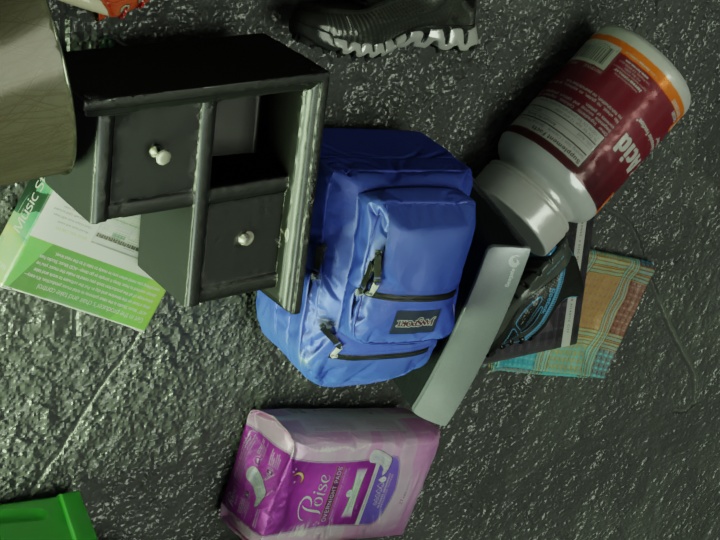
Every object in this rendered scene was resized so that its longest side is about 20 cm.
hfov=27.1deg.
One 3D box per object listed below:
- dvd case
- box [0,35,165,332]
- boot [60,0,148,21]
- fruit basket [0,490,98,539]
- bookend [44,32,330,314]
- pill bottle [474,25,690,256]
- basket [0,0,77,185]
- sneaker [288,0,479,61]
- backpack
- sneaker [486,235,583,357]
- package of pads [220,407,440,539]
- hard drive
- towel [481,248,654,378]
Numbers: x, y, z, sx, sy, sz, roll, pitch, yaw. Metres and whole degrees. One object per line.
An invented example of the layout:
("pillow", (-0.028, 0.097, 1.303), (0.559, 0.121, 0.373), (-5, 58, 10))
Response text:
("dvd case", (0.136, 0.023, 1.458), (0.199, 0.016, 0.150), (-10, 120, -26))
("box", (-0.180, -0.062, 1.142), (0.144, 0.036, 0.201), (23, 98, -46))
("boot", (-0.147, -0.221, 1.051), (0.199, 0.075, 0.108), (10, 112, -35))
("fruit basket", (-0.242, 0.294, 1.238), (0.214, 0.156, 0.217), (-8, 115, -18))
("bookend", (-0.137, -0.058, 1.088), (0.199, 0.092, 0.200), (-11, 122, -36))
("pill bottle", (0.200, -0.118, 1.378), (0.200, 0.114, 0.114), (-48, 136, -7))
("basket", (-0.300, -0.110, 0.941), (0.199, 0.136, 0.181), (-23, 133, -25))
("sneaker", (0.024, -0.221, 1.202), (0.199, 0.066, 0.091), (-10, 119, -41))
("backpack", (0.000, 0.000, 1.242), (0.162, 0.168, 0.201), (1, 116, -28))
("sneaker", (0.133, 0.051, 1.414), (0.200, 0.073, 0.082), (-41, 128, -5))
("package of pads", (-0.025, 0.190, 1.401), (0.199, 0.076, 0.121), (4, 109, -42))
("hard drive", (0.071, 0.025, 1.325), (0.042, 0.135, 0.201), (1, 127, -32))
("towel", (0.222, 0.045, 1.566), (0.199, 0.022, 0.147), (8, 110, -44))
